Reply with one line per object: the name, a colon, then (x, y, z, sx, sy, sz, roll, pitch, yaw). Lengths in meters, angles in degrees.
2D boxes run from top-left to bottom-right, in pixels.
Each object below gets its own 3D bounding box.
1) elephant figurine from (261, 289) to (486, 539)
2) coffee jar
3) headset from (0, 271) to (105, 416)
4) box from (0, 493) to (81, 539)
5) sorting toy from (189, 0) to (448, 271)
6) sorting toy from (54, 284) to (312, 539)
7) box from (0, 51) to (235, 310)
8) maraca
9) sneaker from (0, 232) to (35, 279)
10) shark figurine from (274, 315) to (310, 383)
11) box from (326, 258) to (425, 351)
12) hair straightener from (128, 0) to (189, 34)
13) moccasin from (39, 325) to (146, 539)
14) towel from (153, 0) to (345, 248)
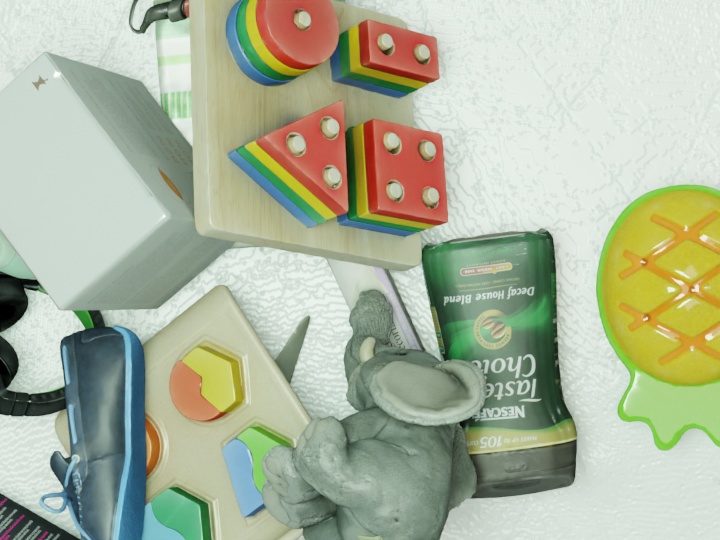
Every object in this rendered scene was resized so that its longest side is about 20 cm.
elephant figurine: (0.031, 0.110, 1.402, 0.155, 0.141, 0.200, 49, 54, -8)
coffee jar: (0.108, 0.072, 1.507, 0.104, 0.085, 0.201, -8, 90, 2)
headset: (-0.298, 0.053, 1.518, 0.199, 0.094, 0.124, 12, 54, -15)
box: (-0.291, 0.269, 1.453, 0.114, 0.200, 0.133, 31, 108, 3)
sorting toy: (-0.024, -0.116, 1.441, 0.198, 0.069, 0.201, 10, 70, -39)
sorting toy: (-0.126, 0.139, 1.490, 0.185, 0.036, 0.200, -38, 71, 16)
box: (-0.189, -0.060, 1.448, 0.106, 0.200, 0.153, -40, 80, 11)
maraca: (0.248, 0.035, 1.491, 0.136, 0.107, 0.201, -3, 90, 9)
sneaker: (-0.314, -0.076, 1.487, 0.200, 0.118, 0.074, 44, 104, 23)
shark figurine: (0.000, 0.148, 1.529, 0.089, 0.128, 0.215, -28, 60, -28)
box: (0.000, 0.000, 1.516, 0.039, 0.041, 0.201, -24, 100, 6)
hair straightener: (-0.086, -0.225, 1.531, 0.199, 0.077, 0.041, -18, 127, 2)
moccasin: (-0.197, 0.143, 1.467, 0.068, 0.081, 0.201, -1, 75, 7)
towel: (-0.081, -0.118, 1.546, 0.152, 0.023, 0.201, -4, 90, 3)
